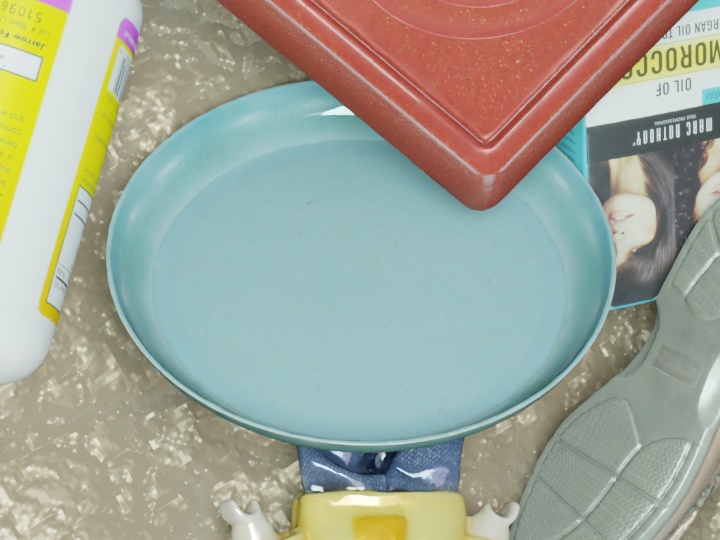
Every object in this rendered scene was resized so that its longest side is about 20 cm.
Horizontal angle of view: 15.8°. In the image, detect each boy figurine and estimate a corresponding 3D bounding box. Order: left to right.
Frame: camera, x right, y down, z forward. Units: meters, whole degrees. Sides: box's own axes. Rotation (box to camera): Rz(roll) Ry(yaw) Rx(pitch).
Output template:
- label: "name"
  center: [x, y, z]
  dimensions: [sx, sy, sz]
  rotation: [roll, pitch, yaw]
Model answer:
- label: "boy figurine"
  center: [0.003, 0.116, 1.045]
  dimensions: [0.124, 0.064, 0.200]
  rotation: [8, 77, -17]

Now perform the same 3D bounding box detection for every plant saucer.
- label: "plant saucer"
  center: [0.000, 0.000, 1.026]
  dimensions: [0.200, 0.027, 0.200]
  rotation: [1, 46, -1]
- label: "plant saucer"
  center: [0.043, -0.140, 0.959]
  dimensions: [0.200, 0.037, 0.200]
  rotation: [39, 108, -19]

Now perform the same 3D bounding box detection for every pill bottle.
- label: "pill bottle"
  center: [-0.157, -0.026, 0.990]
  dimensions: [0.104, 0.104, 0.200]
  rotation: [18, 78, -15]

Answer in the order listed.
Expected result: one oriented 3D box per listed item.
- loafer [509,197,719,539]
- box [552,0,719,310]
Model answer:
- label: "loafer"
  center: [0.136, 0.061, 1.075]
  dimensions: [0.063, 0.072, 0.200]
  rotation: [23, 101, -43]
- label: "box"
  center: [0.117, -0.088, 1.070]
  dimensions: [0.082, 0.049, 0.200]
  rotation: [-12, 113, -18]
